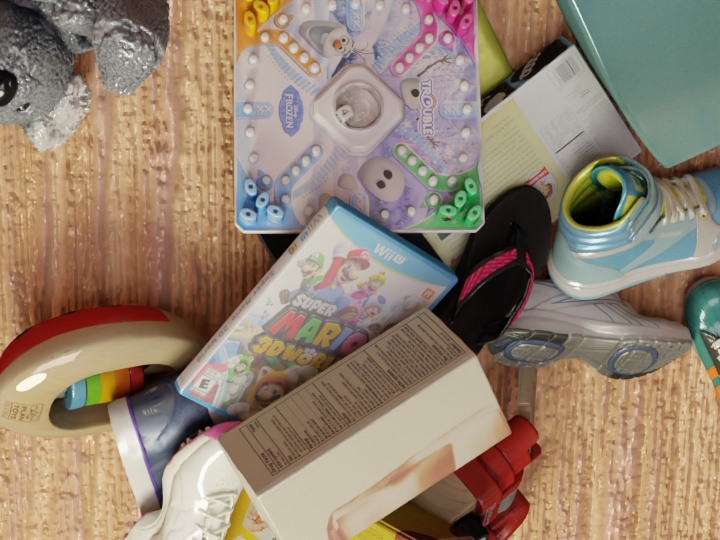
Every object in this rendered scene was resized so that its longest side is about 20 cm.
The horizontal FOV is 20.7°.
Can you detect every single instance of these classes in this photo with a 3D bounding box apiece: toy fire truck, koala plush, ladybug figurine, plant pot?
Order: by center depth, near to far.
[{"bbox_3d":[-0.252,-0.189,1.536,0.176,0.185,0.200,27,127,-15],"label":"koala plush"},{"bbox_3d":[0.241,-0.197,1.575,0.140,0.142,0.201,-24,115,4],"label":"plant pot"},{"bbox_3d":[-0.221,0.079,1.643,0.198,0.072,0.136,-8,145,-28],"label":"ladybug figurine"},{"bbox_3d":[0.109,0.165,1.703,0.199,0.176,0.129,-36,70,-16],"label":"toy fire truck"}]

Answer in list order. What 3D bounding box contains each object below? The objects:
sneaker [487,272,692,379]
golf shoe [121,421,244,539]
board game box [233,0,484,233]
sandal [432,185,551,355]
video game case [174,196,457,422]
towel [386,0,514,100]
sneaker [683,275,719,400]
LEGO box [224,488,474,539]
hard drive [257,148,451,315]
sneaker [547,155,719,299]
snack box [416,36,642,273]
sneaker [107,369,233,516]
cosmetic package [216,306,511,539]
[{"bbox_3d":[0.198,0.039,1.688,0.198,0.088,0.075,10,146,-25],"label":"sneaker"},{"bbox_3d":[-0.129,0.207,1.597,0.075,0.092,0.201,0,135,-38],"label":"golf shoe"},{"bbox_3d":[-0.002,-0.131,1.566,0.198,0.026,0.202,0,76,-4],"label":"board game box"},{"bbox_3d":[0.103,0.024,1.602,0.075,0.045,0.201,37,80,-29],"label":"sandal"},{"bbox_3d":[-0.034,0.048,1.566,0.143,0.018,0.200,30,108,-37],"label":"video game case"},{"bbox_3d":[0.094,-0.140,1.647,0.086,0.018,0.201,-29,110,-1],"label":"towel"},{"bbox_3d":[0.345,0.099,1.723,0.071,0.080,0.201,-27,110,5],"label":"sneaker"},{"bbox_3d":[-0.023,0.248,1.607,0.077,0.199,0.150,4,107,-52],"label":"LEGO box"},{"bbox_3d":[0.000,0.000,1.639,0.134,0.042,0.200,-19,118,43],"label":"hard drive"},{"bbox_3d":[0.249,-0.055,1.621,0.199,0.080,0.131,-25,150,-9],"label":"sneaker"},{"bbox_3d":[0.124,-0.086,1.634,0.199,0.037,0.117,-38,113,-2],"label":"snack box"},{"bbox_3d":[-0.126,0.153,1.672,0.145,0.081,0.201,-18,143,-5],"label":"sneaker"},{"bbox_3d":[0.003,0.129,1.525,0.199,0.103,0.088,-31,121,-8],"label":"cosmetic package"}]
